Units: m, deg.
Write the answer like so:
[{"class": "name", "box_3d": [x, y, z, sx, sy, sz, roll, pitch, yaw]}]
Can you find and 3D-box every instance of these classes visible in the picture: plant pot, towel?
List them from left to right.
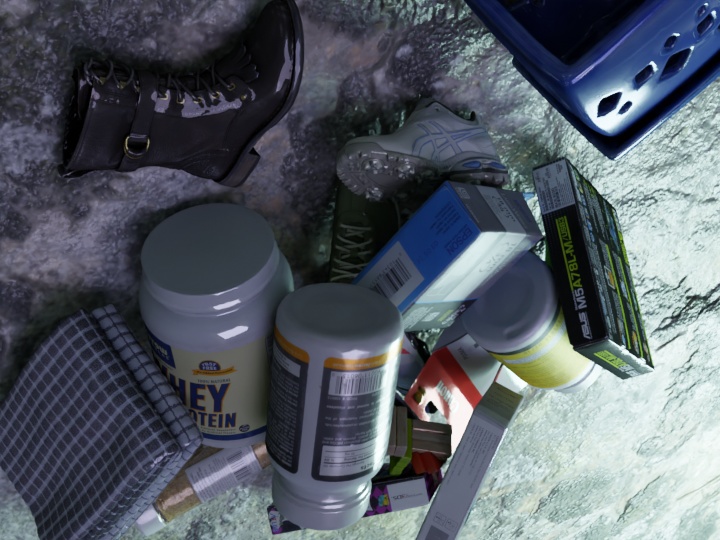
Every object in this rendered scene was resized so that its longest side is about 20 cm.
[{"class": "towel", "box_3d": [-0.258, 0.157, 0.962, 0.200, 0.166, 0.085, -47, 166, 26]}, {"class": "plant pot", "box_3d": [0.224, -0.232, 0.924, 0.199, 0.201, 0.180, -40, 143, 5]}]

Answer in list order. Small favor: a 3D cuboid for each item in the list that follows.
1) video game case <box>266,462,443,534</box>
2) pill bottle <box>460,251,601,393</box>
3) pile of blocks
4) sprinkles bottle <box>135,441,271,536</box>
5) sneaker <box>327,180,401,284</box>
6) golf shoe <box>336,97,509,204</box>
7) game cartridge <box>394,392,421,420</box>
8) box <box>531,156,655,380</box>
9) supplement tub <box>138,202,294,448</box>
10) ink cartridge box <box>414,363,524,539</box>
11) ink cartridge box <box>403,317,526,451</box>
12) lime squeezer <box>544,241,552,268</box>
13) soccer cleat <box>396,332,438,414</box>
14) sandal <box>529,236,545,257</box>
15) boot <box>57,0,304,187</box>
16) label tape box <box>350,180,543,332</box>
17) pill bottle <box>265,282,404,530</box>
[{"class": "video game case", "box_3d": [0.001, 0.256, 1.198, 0.178, 0.037, 0.200, -13, 174, 7]}, {"class": "pill bottle", "box_3d": [0.198, 0.066, 1.139, 0.111, 0.112, 0.199, -43, 140, 9]}, {"class": "pile of blocks", "box_3d": [0.013, 0.176, 1.072, 0.198, 0.063, 0.082, 28, 136, -30]}, {"class": "sprinkles bottle", "box_3d": [-0.167, 0.218, 1.156, 0.198, 0.069, 0.069, -28, 137, -8]}, {"class": "sneaker", "box_3d": [0.000, 0.000, 1.032, 0.066, 0.090, 0.203, 7, 124, 10]}, {"class": "golf shoe", "box_3d": [0.052, -0.119, 0.992, 0.197, 0.099, 0.078, 3, 158, -41]}, {"class": "game cartridge", "box_3d": [-0.010, 0.148, 1.155, 0.201, 0.131, 0.041, 52, 50, -46]}, {"class": "box", "box_3d": [0.253, 0.002, 1.114, 0.047, 0.204, 0.193, -17, 159, 22]}, {"class": "supplement tub", "box_3d": [-0.129, 0.053, 0.981, 0.143, 0.146, 0.202, -19, 134, -16]}, {"class": "ink cartridge box", "box_3d": [0.126, 0.216, 1.162, 0.203, 0.044, 0.176, -69, 168, 21]}, {"class": "ink cartridge box", "box_3d": [0.143, 0.113, 1.218, 0.202, 0.050, 0.161, -58, 140, -17]}, {"class": "lime squeezer", "box_3d": [0.222, 0.011, 1.226, 0.037, 0.071, 0.202, -10, 135, 3]}, {"class": "soccer cleat", "box_3d": [0.041, 0.104, 1.200, 0.072, 0.069, 0.201, -17, 138, 9]}, {"class": "sandal", "box_3d": [0.109, -0.035, 1.132, 0.196, 0.048, 0.076, -2, 130, -14]}, {"class": "boot", "box_3d": [-0.149, -0.147, 0.851, 0.172, 0.070, 0.202, 6, 125, -36]}, {"class": "label tape box", "box_3d": [0.101, -0.011, 1.011, 0.144, 0.064, 0.199, -46, 157, 26]}, {"class": "pill bottle", "box_3d": [-0.027, 0.124, 0.934, 0.114, 0.116, 0.203, -7, 119, -27]}]
